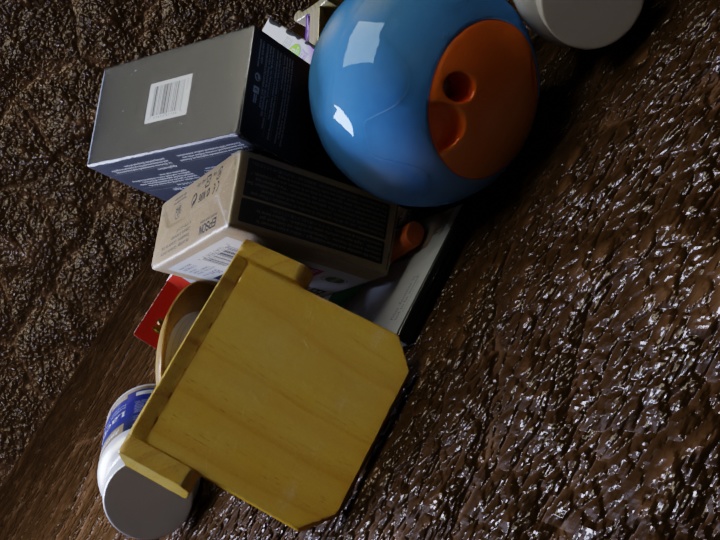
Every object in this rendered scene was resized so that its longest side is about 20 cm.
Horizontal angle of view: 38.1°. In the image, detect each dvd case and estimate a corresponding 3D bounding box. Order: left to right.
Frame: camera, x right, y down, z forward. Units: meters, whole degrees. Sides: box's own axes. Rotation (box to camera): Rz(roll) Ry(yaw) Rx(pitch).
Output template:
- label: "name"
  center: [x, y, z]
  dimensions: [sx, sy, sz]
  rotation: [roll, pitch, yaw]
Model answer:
- label: "dvd case"
  center: [0.029, 0.012, 0.975]
  dimensions: [0.144, 0.017, 0.200]
  rotation: [-62, 16, -18]

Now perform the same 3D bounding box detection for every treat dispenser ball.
- label: "treat dispenser ball"
  center: [0.054, -0.157, 0.898]
  dimensions: [0.201, 0.200, 0.201]
  rotation: [-49, 17, 21]

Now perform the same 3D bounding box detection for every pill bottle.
- label: "pill bottle"
  center: [-0.237, 0.214, 1.181]
  dimensions: [0.116, 0.115, 0.200]
  rotation: [-54, 16, 6]
- label: "pill bottle"
  center: [0.180, -0.257, 0.890]
  dimensions: [0.111, 0.111, 0.201]
  rotation: [-49, 17, 22]

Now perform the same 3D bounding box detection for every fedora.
- label: "fedora"
  center: [-0.126, 0.103, 1.046]
  dimensions: [0.081, 0.202, 0.202]
  rotation: [-4, 42, 22]

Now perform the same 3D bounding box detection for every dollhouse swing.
- label: "dollhouse swing"
  center: [-0.076, 0.111, 0.883]
  dimensions: [0.201, 0.175, 0.182]
  rotation: [-61, 1, -18]

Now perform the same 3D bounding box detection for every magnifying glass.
- label: "magnifying glass"
  center: [0.000, 0.000, 1.017]
  dimensions: [0.200, 0.022, 0.080]
  rotation: [-36, 26, 54]

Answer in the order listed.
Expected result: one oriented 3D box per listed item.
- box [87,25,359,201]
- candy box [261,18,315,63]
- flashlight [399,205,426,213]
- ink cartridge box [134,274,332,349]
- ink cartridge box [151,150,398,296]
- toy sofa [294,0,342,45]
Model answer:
- label: "box"
  center: [-0.121, -0.127, 0.992]
  dimensions: [0.198, 0.182, 0.105]
  rotation: [-5, 70, 36]
- label: "candy box"
  center: [-0.071, -0.159, 1.140]
  dimensions: [0.200, 0.071, 0.169]
  rotation: [40, 102, 44]
- label: "flashlight"
  center: [0.051, -0.130, 1.100]
  dimensions: [0.068, 0.068, 0.201]
  rotation: [-44, 20, 20]
- label: "ink cartridge box"
  center: [-0.129, 0.029, 1.146]
  dimensions: [0.201, 0.159, 0.047]
  rotation: [-57, 15, -4]
- label: "ink cartridge box"
  center: [-0.085, -0.032, 0.980]
  dimensions: [0.199, 0.163, 0.076]
  rotation: [-21, 57, 58]
- label: "toy sofa"
  center: [-0.043, -0.213, 1.250]
  dimensions: [0.097, 0.082, 0.202]
  rotation: [-20, 62, 45]
